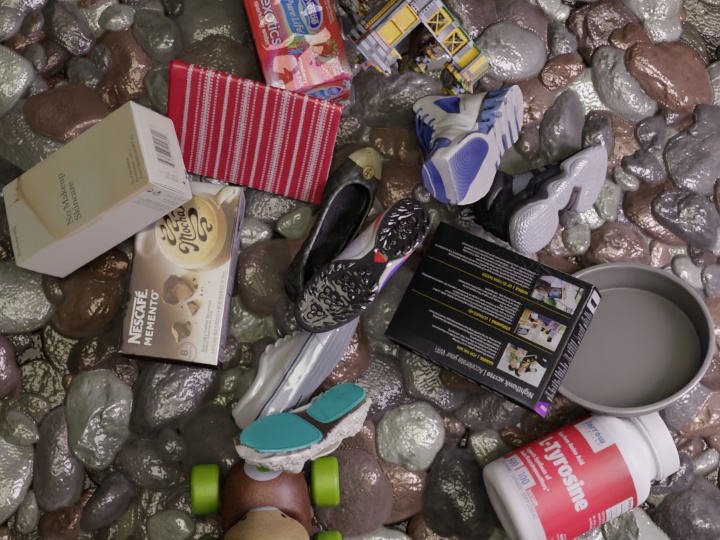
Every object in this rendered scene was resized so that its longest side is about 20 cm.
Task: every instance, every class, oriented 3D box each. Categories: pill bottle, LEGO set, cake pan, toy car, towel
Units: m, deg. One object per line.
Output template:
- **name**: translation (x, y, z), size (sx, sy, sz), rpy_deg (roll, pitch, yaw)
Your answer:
- **pill bottle**: translation (0.245, 0.227, 1.143), size (0.198, 0.112, 0.113), rpy_deg (-25, 85, -6)
- **LEGO set**: translation (0.047, -0.252, 1.155), size (0.116, 0.200, 0.154), rpy_deg (-41, 126, 8)
- **cake pan**: translation (0.293, 0.080, 1.157), size (0.198, 0.037, 0.202), rpy_deg (-8, 51, 9)
- **toy car**: translation (-0.099, 0.271, 1.072), size (0.162, 0.200, 0.160), rpy_deg (-3, 83, -4)
- **towel**: translation (-0.127, -0.156, 1.168), size (0.198, 0.145, 0.023), rpy_deg (14, 44, -1)

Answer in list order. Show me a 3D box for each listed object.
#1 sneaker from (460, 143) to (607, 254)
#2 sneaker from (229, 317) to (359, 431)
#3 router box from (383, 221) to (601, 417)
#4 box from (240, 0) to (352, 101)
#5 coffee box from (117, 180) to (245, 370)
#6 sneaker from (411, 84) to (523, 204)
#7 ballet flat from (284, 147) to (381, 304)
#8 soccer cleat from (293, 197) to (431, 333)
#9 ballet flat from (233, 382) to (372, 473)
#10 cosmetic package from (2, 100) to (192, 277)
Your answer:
- **sneaker**: translation (0.200, -0.100, 1.198), size (0.113, 0.076, 0.200), rpy_deg (22, 46, 34)
- **sneaker**: translation (-0.075, 0.101, 1.162), size (0.070, 0.073, 0.201), rpy_deg (29, 71, 23)
- **router box**: translation (0.144, 0.051, 1.147), size (0.199, 0.051, 0.150), rpy_deg (25, 84, 28)
- **box**: translation (-0.083, -0.292, 1.198), size (0.099, 0.095, 0.202), rpy_deg (-16, 84, -5)
- **coffee box**: translation (-0.199, 0.004, 1.160), size (0.112, 0.080, 0.202), rpy_deg (8, 82, -2)
- **sneaker**: translation (0.102, -0.146, 1.178), size (0.114, 0.081, 0.200), rpy_deg (5, 37, 30)
- **ballet flat**: translation (-0.023, -0.048, 1.183), size (0.066, 0.057, 0.201), rpy_deg (28, 85, -29)
- **soccer cleat**: translation (0.000, 0.000, 1.158), size (0.068, 0.073, 0.200), rpy_deg (45, 70, -2)
- **ballet flat**: translation (-0.057, 0.181, 1.106), size (0.199, 0.071, 0.072), rpy_deg (-18, 82, -49)
- **cosmetic package**: translation (-0.287, -0.084, 1.117), size (0.199, 0.073, 0.104), rpy_deg (-28, 67, 22)
